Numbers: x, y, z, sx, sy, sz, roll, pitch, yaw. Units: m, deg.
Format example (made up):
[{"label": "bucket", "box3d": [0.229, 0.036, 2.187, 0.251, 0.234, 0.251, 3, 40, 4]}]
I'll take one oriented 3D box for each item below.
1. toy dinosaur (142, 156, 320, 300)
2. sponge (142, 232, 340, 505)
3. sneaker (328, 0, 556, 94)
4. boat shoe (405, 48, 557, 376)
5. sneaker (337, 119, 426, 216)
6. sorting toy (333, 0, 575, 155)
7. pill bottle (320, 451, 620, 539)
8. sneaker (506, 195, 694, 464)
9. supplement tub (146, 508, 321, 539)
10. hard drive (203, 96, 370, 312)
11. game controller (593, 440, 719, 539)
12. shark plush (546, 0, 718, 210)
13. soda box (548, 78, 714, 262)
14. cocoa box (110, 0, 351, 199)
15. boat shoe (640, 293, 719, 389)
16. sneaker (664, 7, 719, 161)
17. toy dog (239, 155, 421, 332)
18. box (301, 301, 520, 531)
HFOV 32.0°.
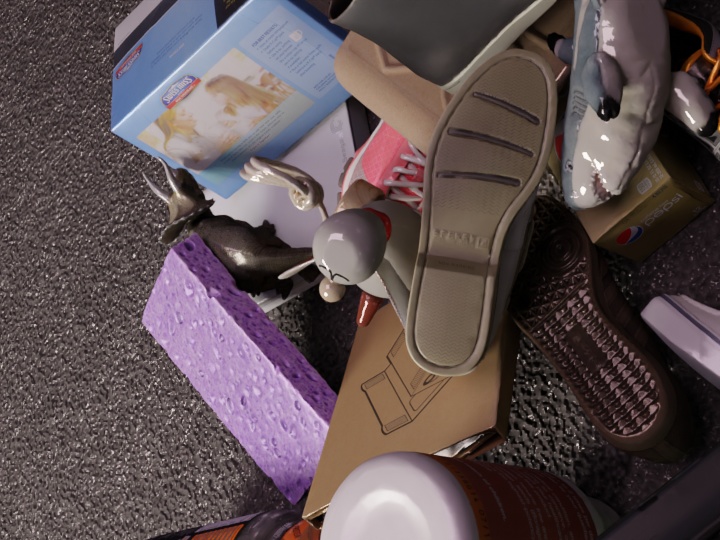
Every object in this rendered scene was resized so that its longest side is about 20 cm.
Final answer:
[{"label": "toy dinosaur", "box3d": [-0.094, -0.013, 0.991, 0.199, 0.102, 0.078, 34, 103, 44]}, {"label": "sponge", "box3d": [-0.089, 0.078, 0.968, 0.200, 0.030, 0.112, 47, 140, 12]}, {"label": "sneaker", "box3d": [0.066, -0.196, 0.749, 0.200, 0.105, 0.075, -51, 30, 36]}, {"label": "boat shoe", "box3d": [0.072, -0.035, 0.780, 0.074, 0.068, 0.203, 18, 90, 10]}, {"label": "sneaker", "box3d": [0.039, -0.089, 0.920, 0.087, 0.073, 0.203, -153, 81, -73]}, {"label": "sorting toy", "box3d": [0.085, -0.174, 0.856, 0.185, 0.036, 0.201, 43, 107, 39]}, {"label": "pill bottle", "box3d": [0.079, 0.172, 0.747, 0.111, 0.199, 0.114, -13, 71, 41]}, {"label": "sneaker", "box3d": [0.147, 0.041, 0.803, 0.070, 0.075, 0.202, -35, 49, 16]}, {"label": "supplement tub", "box3d": [-0.089, 0.248, 0.941, 0.198, 0.122, 0.124, -20, 66, 39]}, {"label": "hard drive", "box3d": [-0.065, -0.043, 1.061, 0.199, 0.026, 0.134, -29, 61, 36]}, {"label": "game controller", "box3d": [0.157, 0.164, 0.606, 0.199, 0.042, 0.105, -37, 78, -1]}, {"label": "shark plush", "box3d": [0.134, -0.143, 0.750, 0.083, 0.090, 0.203, -30, 73, 56]}, {"label": "soda box", "box3d": [0.153, -0.108, 0.845, 0.068, 0.064, 0.202, -42, 54, 28]}, {"label": "cocoa box", "box3d": [-0.097, -0.184, 1.038, 0.199, 0.133, 0.133, -36, 43, 30]}, {"label": "boat shoe", "box3d": [0.248, 0.055, 0.710, 0.066, 0.072, 0.200, -53, 43, 0]}, {"label": "sneaker", "box3d": [0.227, -0.102, 0.764, 0.200, 0.077, 0.079, 41, 105, 40]}, {"label": "toy dog", "box3d": [0.000, 0.000, 0.830, 0.131, 0.199, 0.098, 29, 102, 32]}, {"label": "box", "box3d": [0.043, 0.070, 0.858, 0.163, 0.021, 0.201, -33, 24, 32]}]
